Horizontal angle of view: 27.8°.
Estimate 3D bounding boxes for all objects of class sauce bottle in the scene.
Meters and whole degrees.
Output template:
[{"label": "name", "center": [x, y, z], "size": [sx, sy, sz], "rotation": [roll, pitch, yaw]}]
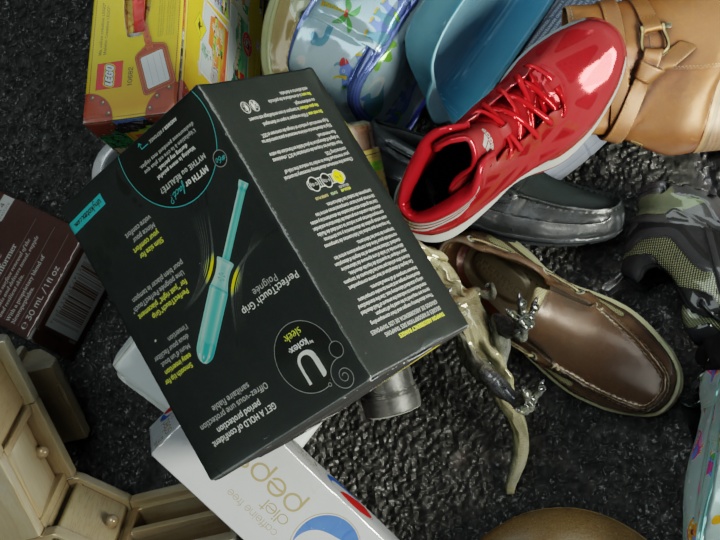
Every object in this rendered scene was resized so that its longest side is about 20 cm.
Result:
[{"label": "sauce bottle", "center": [0.000, 0.000, 0.994], "size": [0.064, 0.065, 0.201], "rotation": [-11, 97, 15]}]

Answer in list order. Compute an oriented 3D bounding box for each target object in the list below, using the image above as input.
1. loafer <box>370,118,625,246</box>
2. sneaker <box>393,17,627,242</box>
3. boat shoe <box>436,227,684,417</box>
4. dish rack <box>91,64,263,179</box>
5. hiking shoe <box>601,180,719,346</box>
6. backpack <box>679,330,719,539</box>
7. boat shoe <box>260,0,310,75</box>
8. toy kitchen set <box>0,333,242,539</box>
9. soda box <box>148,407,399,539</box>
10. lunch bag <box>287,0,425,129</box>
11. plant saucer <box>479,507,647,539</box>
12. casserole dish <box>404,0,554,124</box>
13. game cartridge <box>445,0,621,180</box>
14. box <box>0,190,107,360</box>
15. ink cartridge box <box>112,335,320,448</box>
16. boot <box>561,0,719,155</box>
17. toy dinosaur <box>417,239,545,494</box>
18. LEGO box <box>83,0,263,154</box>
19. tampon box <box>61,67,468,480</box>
[{"label": "loafer", "center": [0.094, -0.064, 1.051], "size": [0.200, 0.068, 0.071], "rotation": [11, 111, 9]}, {"label": "sneaker", "center": [0.103, -0.093, 0.963], "size": [0.078, 0.116, 0.200], "rotation": [43, 94, 2]}, {"label": "boat shoe", "center": [0.131, 0.038, 1.025], "size": [0.202, 0.075, 0.075], "rotation": [34, 102, 29]}, {"label": "dish rack", "center": [-0.107, -0.062, 1.167], "size": [0.171, 0.044, 0.200], "rotation": [-39, 64, 4]}, {"label": "hiking shoe", "center": [0.269, 0.013, 1.002], "size": [0.199, 0.076, 0.101], "rotation": [24, 89, 34]}, {"label": "backpack", "center": [0.271, 0.145, 0.919], "size": [0.166, 0.127, 0.201], "rotation": [11, 80, 19]}, {"label": "boat shoe", "center": [-0.016, -0.222, 1.159], "size": [0.063, 0.073, 0.201], "rotation": [2, 57, 44]}, {"label": "toy kitchen set", "center": [-0.183, 0.118, 1.076], "size": [0.180, 0.201, 0.163], "rotation": [-14, 27, 14]}, {"label": "soda box", "center": [-0.052, 0.160, 1.001], "size": [0.068, 0.064, 0.200], "rotation": [-45, 104, 0]}, {"label": "lunch bag", "center": [0.035, -0.201, 1.101], "size": [0.082, 0.161, 0.201], "rotation": [30, 85, 16]}, {"label": "plant saucer", "center": [0.125, 0.255, 0.956], "size": [0.199, 0.035, 0.201], "rotation": [-9, 73, 31]}, {"label": "casserole dish", "center": [0.093, -0.198, 1.057], "size": [0.039, 0.121, 0.200], "rotation": [29, 78, 25]}, {"label": "game cartridge", "center": [0.161, -0.168, 1.114], "size": [0.133, 0.041, 0.200], "rotation": [36, 87, 29]}, {"label": "box", "center": [-0.306, -0.015, 1.205], "size": [0.199, 0.075, 0.100], "rotation": [23, 81, 26]}, {"label": "ink cartridge box", "center": [-0.064, 0.031, 1.061], "size": [0.146, 0.083, 0.200], "rotation": [39, 90, -9]}, {"label": "boot", "center": [0.220, -0.184, 1.040], "size": [0.154, 0.074, 0.201], "rotation": [3, 85, -2]}, {"label": "toy dinosaur", "center": [0.092, 0.061, 0.997], "size": [0.047, 0.088, 0.201], "rotation": [-24, 95, -25]}, {"label": "LEGO box", "center": [-0.137, -0.177, 1.112], "size": [0.077, 0.149, 0.201], "rotation": [-5, 69, 18]}, {"label": "tampon box", "center": [-0.060, -0.001, 0.916], "size": [0.150, 0.126, 0.201], "rotation": [-34, 83, 34]}]
